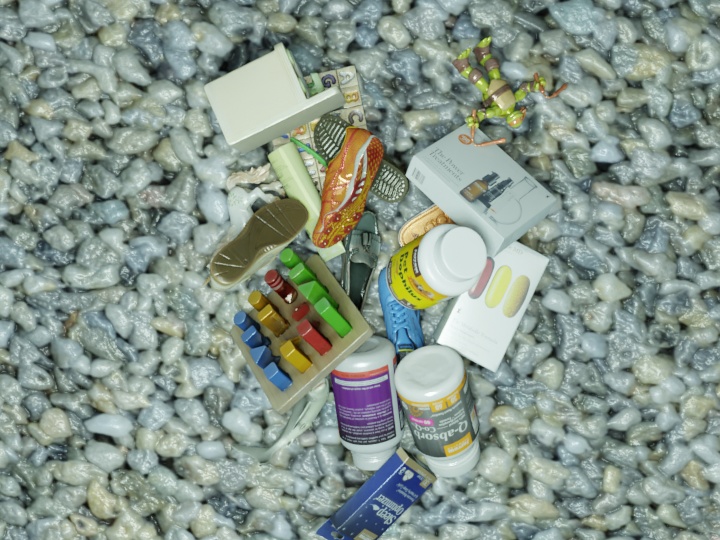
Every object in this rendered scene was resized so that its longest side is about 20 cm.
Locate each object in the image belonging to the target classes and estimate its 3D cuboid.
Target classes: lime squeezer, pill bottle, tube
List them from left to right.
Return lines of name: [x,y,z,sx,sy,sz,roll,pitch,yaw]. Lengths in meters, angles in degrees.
tube: [-0.088,-0.112,1.597,0.051,0.058,0.203,-26,93,9]
lime squeezer: [-0.048,-0.143,1.614,0.070,0.038,0.203,-22,92,33]
pill bottle: [0.012,0.217,1.574,0.110,0.113,0.204,-7,106,1]
pill bottle: [0.120,-0.007,1.511,0.107,0.200,0.112,4,77,-19]
pill bottle: [0.129,0.229,1.547,0.114,0.117,0.203,-18,124,1]

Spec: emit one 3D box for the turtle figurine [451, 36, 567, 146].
turtle figurine: [0.232,-0.301,1.593,0.198,0.064,0.163,-32,87,-12]

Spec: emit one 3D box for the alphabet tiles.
alphabet tiles: [-0.068,-0.228,1.626,0.164,0.008,0.204,-12,91,1]

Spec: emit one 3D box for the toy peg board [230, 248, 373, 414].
toy peg board: [-0.117,0.079,1.537,0.198,0.098,0.201,-40,48,2]

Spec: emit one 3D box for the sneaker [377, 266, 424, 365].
sneaker: [0.072,0.091,1.600,0.064,0.078,0.205,-11,90,3]

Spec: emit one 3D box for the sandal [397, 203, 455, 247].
sandal: [0.156,-0.092,1.601,0.205,0.059,0.080,-34,92,2]

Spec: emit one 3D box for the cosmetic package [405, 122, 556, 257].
cosmetic package: [0.193,-0.133,1.539,0.200,0.052,0.150,44,50,16]

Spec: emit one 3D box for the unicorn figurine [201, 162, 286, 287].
unicorn figurine: [-0.190,-0.069,1.607,0.134,0.074,0.205,-4,77,7]

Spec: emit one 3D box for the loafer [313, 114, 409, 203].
loafer: [0.003,-0.180,1.593,0.200,0.067,0.076,44,102,15]

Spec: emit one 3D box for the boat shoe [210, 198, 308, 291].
boat shoe: [-0.165,-0.040,1.542,0.072,0.065,0.200,44,65,4]

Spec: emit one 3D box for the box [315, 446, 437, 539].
box: [0.028,0.388,1.592,0.200,0.121,0.032,-44,51,2]

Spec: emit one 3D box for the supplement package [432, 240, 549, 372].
supplement package: [0.211,0.046,1.579,0.112,0.110,0.203,25,92,0]

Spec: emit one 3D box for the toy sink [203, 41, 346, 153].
toy sink: [-0.136,-0.287,1.557,0.197,0.130,0.114,-25,90,4]

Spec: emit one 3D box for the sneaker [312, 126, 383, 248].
sneaker: [-0.028,-0.131,1.544,0.077,0.072,0.203,32,100,37]

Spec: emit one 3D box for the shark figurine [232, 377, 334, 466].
shark figurine: [-0.115,0.232,1.619,0.090,0.127,0.216,46,110,24]

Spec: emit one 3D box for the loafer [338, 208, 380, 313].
loafer: [0.000,0.000,1.597,0.071,0.063,0.204,10,94,-24]
